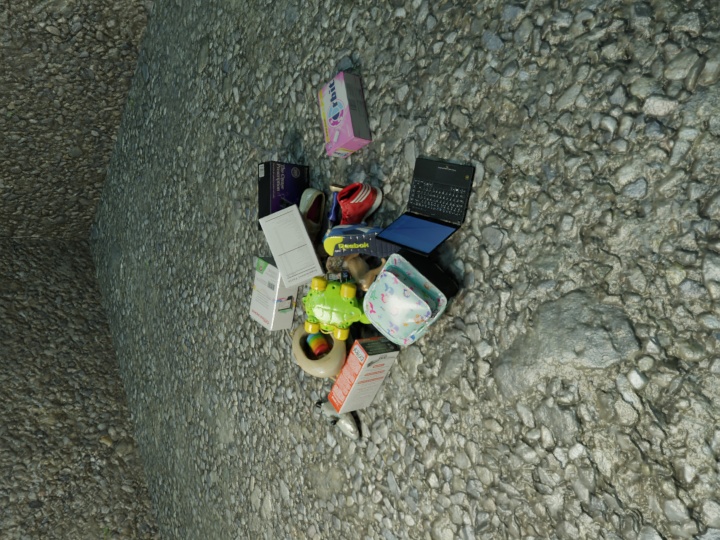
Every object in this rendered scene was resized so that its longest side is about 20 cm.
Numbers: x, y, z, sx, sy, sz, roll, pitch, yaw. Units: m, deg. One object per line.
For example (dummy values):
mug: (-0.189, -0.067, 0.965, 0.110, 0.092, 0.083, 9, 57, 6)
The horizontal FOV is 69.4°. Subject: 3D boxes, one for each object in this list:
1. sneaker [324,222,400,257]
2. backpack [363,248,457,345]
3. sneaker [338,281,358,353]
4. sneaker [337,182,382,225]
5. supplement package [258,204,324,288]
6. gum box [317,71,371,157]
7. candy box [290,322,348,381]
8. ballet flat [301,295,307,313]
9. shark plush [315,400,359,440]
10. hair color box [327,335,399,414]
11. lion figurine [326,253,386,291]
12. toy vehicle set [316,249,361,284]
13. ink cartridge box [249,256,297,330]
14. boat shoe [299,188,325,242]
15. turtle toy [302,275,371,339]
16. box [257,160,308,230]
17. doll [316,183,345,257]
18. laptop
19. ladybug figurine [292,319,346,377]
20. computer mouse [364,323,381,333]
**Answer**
sneaker: (0.011, -0.083, 1.291, 0.083, 0.198, 0.074, -83, -5, -56)
backpack: (0.099, 0.070, 1.182, 0.177, 0.150, 0.200, 42, 132, 10)
sneaker: (-0.065, 0.127, 1.413, 0.088, 0.075, 0.202, 6, 107, 60)
sneaker: (-0.039, -0.145, 1.344, 0.078, 0.115, 0.201, 44, 110, 40)
supplement package: (-0.185, -0.062, 1.436, 0.110, 0.113, 0.201, 78, 170, -87)
gum box: (-0.046, -0.423, 1.406, 0.113, 0.066, 0.202, -20, 75, 46)
candy box: (-0.104, 0.235, 1.453, 0.199, 0.055, 0.116, 25, 147, 46)
ballet flat: (-0.127, 0.106, 1.475, 0.200, 0.070, 0.071, 179, 90, -75)
shark plush: (-0.080, 0.417, 1.465, 0.199, 0.091, 0.084, 1, 121, 44)
hair color box: (0.006, 0.265, 1.325, 0.064, 0.110, 0.201, 48, 124, 36)
lion figurine: (0.000, 0.000, 1.319, 0.200, 0.122, 0.073, 45, 166, 44)
toy vehicle set: (-0.070, -0.011, 1.471, 0.199, 0.026, 0.125, -16, 78, 48)
ink cartridge box: (-0.275, 0.072, 1.665, 0.144, 0.084, 0.202, 25, 109, 46)
boat shoe: (-0.148, -0.140, 1.520, 0.069, 0.073, 0.202, 15, 98, 48)
turtle toy: (-0.048, 0.090, 1.300, 0.198, 0.101, 0.147, 12, 103, 5)
box: (-0.231, -0.219, 1.567, 0.079, 0.140, 0.202, 0, 91, 46)
doll: (-0.079, -0.133, 1.421, 0.137, 0.048, 0.202, -84, 7, -75)
laptop: (0.140, -0.149, 1.170, 0.177, 0.103, 0.202, 23, 108, 46)
ladybug figurine: (-0.102, 0.200, 1.333, 0.135, 0.072, 0.200, -32, 42, -3)
computer mouse: (0.005, 0.113, 1.382, 0.199, 0.034, 0.059, 25, 110, 47)
